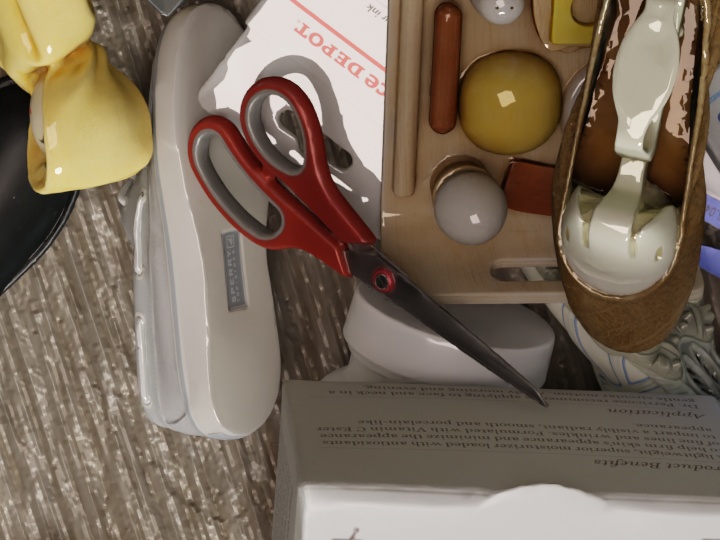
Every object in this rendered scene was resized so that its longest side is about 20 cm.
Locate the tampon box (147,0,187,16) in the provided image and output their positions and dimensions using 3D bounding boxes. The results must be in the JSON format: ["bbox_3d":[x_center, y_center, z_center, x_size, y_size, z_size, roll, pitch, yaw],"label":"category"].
[{"bbox_3d":[-0.058,-0.238,1.209,0.150,0.126,0.200,45,106,-5],"label":"tampon box"}]

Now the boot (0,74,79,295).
[{"bbox_3d":[-0.202,0.010,1.273,0.073,0.162,0.198,37,106,-5],"label":"boot"}]

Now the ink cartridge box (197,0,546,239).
[{"bbox_3d":[0.030,-0.127,1.258,0.116,0.068,0.200,37,105,-5],"label":"ink cartridge box"}]

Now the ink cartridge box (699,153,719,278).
[{"bbox_3d":[0.191,-0.094,1.264,0.119,0.042,0.200,28,104,-1],"label":"ink cartridge box"}]

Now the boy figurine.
[{"bbox_3d":[-0.161,-0.125,1.259,0.064,0.124,0.200,-28,92,-23],"label":"boy figurine"}]

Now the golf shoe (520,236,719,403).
[{"bbox_3d":[0.131,0.051,1.294,0.200,0.078,0.097,47,137,10],"label":"golf shoe"}]

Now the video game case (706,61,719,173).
[{"bbox_3d":[0.249,-0.084,1.222,0.200,0.018,0.143,-37,117,-2],"label":"video game case"}]

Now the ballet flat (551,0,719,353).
[{"bbox_3d":[0.114,-0.052,1.154,0.068,0.072,0.200,14,111,9],"label":"ballet flat"}]

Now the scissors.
[{"bbox_3d":[0.000,0.000,1.223,0.200,0.014,0.073,50,123,9],"label":"scissors"}]

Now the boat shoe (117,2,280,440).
[{"bbox_3d":[-0.081,-0.022,1.304,0.068,0.072,0.200,-1,100,38],"label":"boat shoe"}]

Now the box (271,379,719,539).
[{"bbox_3d":[0.061,0.161,1.189,0.199,0.131,0.200,3,107,-6],"label":"box"}]

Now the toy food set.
[{"bbox_3d":[0.085,-0.081,1.202,0.143,0.060,0.200,-1,114,-7],"label":"toy food set"}]

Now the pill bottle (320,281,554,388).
[{"bbox_3d":[0.022,0.111,1.300,0.116,0.116,0.200,15,106,3],"label":"pill bottle"}]
